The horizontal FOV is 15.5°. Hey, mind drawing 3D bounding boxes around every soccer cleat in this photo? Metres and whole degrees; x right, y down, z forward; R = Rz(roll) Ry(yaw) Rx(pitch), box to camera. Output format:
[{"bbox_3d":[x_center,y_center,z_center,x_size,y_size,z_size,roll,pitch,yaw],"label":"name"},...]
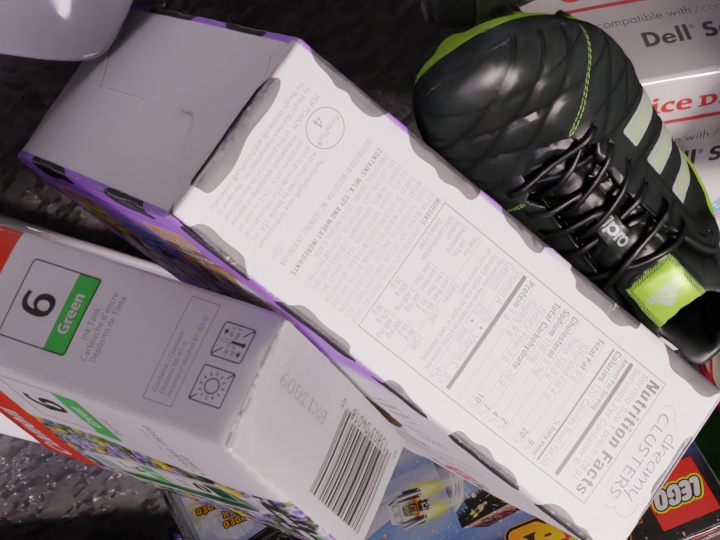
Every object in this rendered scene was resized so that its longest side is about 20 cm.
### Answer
[{"bbox_3d":[0.082,-0.026,0.882,0.067,0.081,0.200,-36,150,12],"label":"soccer cleat"}]

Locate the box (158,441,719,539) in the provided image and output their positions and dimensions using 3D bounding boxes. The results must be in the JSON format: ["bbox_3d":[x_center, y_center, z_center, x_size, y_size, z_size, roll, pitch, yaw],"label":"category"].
[{"bbox_3d":[0.031,0.088,1.054,0.199,0.137,0.040,-20,148,-13],"label":"box"}]

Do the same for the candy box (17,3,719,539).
[{"bbox_3d":[0.000,0.000,0.903,0.200,0.168,0.072,38,83,-25],"label":"candy box"}]

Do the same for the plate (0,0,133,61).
[{"bbox_3d":[-0.143,-0.157,0.824,0.199,0.032,0.200,5,134,-26],"label":"plate"}]

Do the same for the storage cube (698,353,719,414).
[{"bbox_3d":[0.273,0.083,1.125,0.171,0.201,0.180,-33,144,15],"label":"storage cube"}]

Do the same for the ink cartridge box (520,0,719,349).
[{"bbox_3d":[0.112,-0.056,1.004,0.117,0.067,0.200,-11,139,-9],"label":"ink cartridge box"}]

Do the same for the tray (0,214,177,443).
[{"bbox_3d":[-0.108,0.027,1.048,0.199,0.022,0.107,19,126,-35],"label":"tray"}]

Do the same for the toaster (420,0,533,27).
[{"bbox_3d":[0.058,-0.178,0.818,0.129,0.114,0.200,-19,137,-5],"label":"toaster"}]

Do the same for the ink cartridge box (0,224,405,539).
[{"bbox_3d":[-0.094,0.031,0.898,0.199,0.051,0.109,16,163,29],"label":"ink cartridge box"}]

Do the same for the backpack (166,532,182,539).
[{"bbox_3d":[-0.106,0.231,1.162,0.134,0.183,0.200,-14,157,-32],"label":"backpack"}]

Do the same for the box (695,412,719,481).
[{"bbox_3d":[0.105,0.144,1.203,0.176,0.097,0.200,-42,135,22],"label":"box"}]
